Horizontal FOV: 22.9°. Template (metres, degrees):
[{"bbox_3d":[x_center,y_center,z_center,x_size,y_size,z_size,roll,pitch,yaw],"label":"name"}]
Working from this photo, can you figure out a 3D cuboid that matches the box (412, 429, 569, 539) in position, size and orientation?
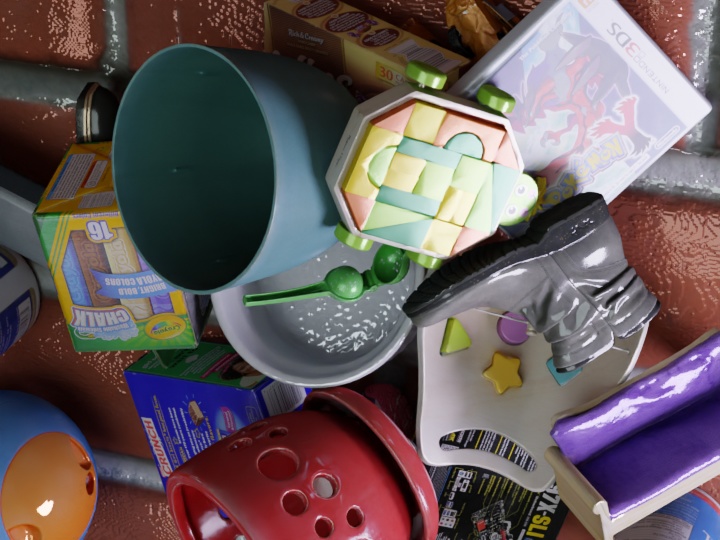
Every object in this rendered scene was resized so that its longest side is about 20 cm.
[{"bbox_3d":[0.117,0.204,1.666,0.158,0.049,0.201,12,116,-15],"label":"box"}]

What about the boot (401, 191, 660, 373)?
[{"bbox_3d":[0.146,0.033,1.482,0.199,0.068,0.131,-27,104,-1],"label":"boot"}]

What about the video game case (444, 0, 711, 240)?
[{"bbox_3d":[0.165,-0.124,1.468,0.200,0.023,0.182,-43,122,13],"label":"video game case"}]

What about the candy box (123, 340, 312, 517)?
[{"bbox_3d":[-0.124,0.162,1.743,0.199,0.077,0.170,4,119,43],"label":"candy box"}]

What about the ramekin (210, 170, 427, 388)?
[{"bbox_3d":[-0.028,0.005,1.609,0.199,0.098,0.202,-1,87,16],"label":"ramekin"}]

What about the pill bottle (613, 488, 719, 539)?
[{"bbox_3d":[0.266,0.285,1.602,0.111,0.200,0.113,9,118,18],"label":"pill bottle"}]

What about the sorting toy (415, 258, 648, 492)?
[{"bbox_3d":[0.128,0.096,1.562,0.198,0.107,0.181,15,88,-6],"label":"sorting toy"}]

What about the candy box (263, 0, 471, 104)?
[{"bbox_3d":[0.002,-0.157,1.535,0.199,0.056,0.117,29,133,32],"label":"candy box"}]

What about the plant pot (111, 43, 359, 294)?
[{"bbox_3d":[-0.082,-0.089,1.476,0.200,0.160,0.202,8,101,43],"label":"plant pot"}]

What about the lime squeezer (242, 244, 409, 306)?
[{"bbox_3d":[0.000,0.000,1.511,0.199,0.071,0.038,-26,74,5],"label":"lime squeezer"}]

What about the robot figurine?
[{"bbox_3d":[0.116,-0.147,1.537,0.145,0.058,0.201,-31,99,32],"label":"robot figurine"}]

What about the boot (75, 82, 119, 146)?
[{"bbox_3d":[-0.183,-0.090,1.688,0.137,0.078,0.201,-2,127,19],"label":"boot"}]

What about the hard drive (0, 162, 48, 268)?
[{"bbox_3d":[-0.353,-0.065,1.744,0.199,0.033,0.140,27,157,11],"label":"hard drive"}]

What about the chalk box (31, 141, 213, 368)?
[{"bbox_3d":[-0.205,-0.005,1.635,0.123,0.125,0.201,-2,124,12],"label":"chalk box"}]

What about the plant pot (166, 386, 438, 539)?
[{"bbox_3d":[-0.046,0.215,1.568,0.200,0.182,0.201,40,149,30],"label":"plant pot"}]

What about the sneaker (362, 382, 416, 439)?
[{"bbox_3d":[0.014,0.204,1.734,0.074,0.081,0.201,6,117,15],"label":"sneaker"}]

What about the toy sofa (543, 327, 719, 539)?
[{"bbox_3d":[0.263,0.143,1.529,0.199,0.083,0.098,-27,132,-13],"label":"toy sofa"}]

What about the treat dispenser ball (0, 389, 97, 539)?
[{"bbox_3d":[-0.371,0.225,1.835,0.199,0.201,0.202,9,118,18],"label":"treat dispenser ball"}]

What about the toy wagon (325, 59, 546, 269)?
[{"bbox_3d":[0.072,-0.076,1.424,0.199,0.040,0.156,15,110,-28],"label":"toy wagon"}]

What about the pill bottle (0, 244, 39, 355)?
[{"bbox_3d":[-0.418,0.057,1.773,0.119,0.200,0.121,9,117,18],"label":"pill bottle"}]
